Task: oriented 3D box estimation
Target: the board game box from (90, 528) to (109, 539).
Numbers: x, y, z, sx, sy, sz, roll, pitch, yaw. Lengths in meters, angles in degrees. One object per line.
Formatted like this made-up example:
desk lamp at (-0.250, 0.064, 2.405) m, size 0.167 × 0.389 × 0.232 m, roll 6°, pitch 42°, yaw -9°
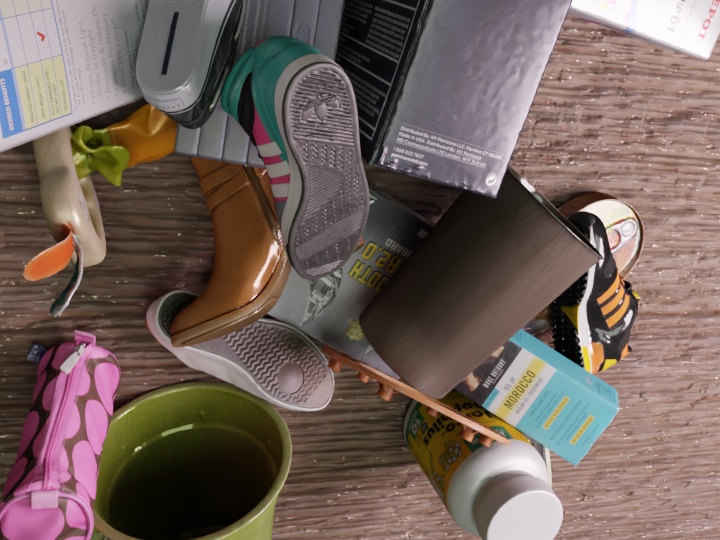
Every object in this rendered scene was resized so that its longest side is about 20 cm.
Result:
board game box at (-0.285, 0.296, 0.904) m, size 0.119 × 0.032 × 0.201 m, roll -16°, pitch 116°, yaw -17°

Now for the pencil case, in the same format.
pencil case at (-0.262, 0.148, 0.750) m, size 0.090 × 0.201 × 0.094 m, roll 17°, pitch 123°, yaw -21°

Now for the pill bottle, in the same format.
pill bottle at (0.128, 0.208, 0.910) m, size 0.112 × 0.200 × 0.114 m, roll -7°, pitch 115°, yaw -16°

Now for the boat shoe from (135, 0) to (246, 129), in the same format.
boat shoe at (-0.126, -0.206, 0.667) m, size 0.072 × 0.071 × 0.201 m, roll 12°, pitch 74°, yaw 10°

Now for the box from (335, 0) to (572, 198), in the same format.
box at (0.062, -0.192, 0.712) m, size 0.122 × 0.200 × 0.200 m, roll 11°, pitch 109°, yaw -22°

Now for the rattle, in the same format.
rattle at (-0.190, -0.055, 0.684) m, size 0.142 × 0.200 × 0.131 m, roll -1°, pitch 113°, yaw -19°

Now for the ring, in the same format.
ring at (0.050, 0.124, 0.821) m, size 0.200 × 0.200 × 0.019 m, roll 30°, pitch 84°, yaw -27°

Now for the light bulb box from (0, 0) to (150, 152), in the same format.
light bulb box at (-0.255, -0.199, 0.584) m, size 0.124 × 0.200 × 0.200 m, roll 8°, pitch 117°, yaw 26°

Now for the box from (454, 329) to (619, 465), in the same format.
box at (0.165, 0.112, 0.901) m, size 0.199 × 0.049 × 0.083 m, roll 32°, pitch 110°, yaw 3°

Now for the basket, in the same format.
basket at (0.105, 0.011, 0.798) m, size 0.136 × 0.180 × 0.200 m, roll 46°, pitch 104°, yaw 12°

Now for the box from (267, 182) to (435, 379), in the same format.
box at (0.000, 0.000, 0.862) m, size 0.199 × 0.048 × 0.159 m, roll 30°, pitch 100°, yaw -27°

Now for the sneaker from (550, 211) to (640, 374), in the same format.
sneaker at (0.255, 0.020, 0.911) m, size 0.089 × 0.070 × 0.201 m, roll -18°, pitch 122°, yaw -17°

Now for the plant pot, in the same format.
plant pot at (-0.161, 0.249, 0.851) m, size 0.199 × 0.200 × 0.191 m, roll -12°, pitch 128°, yaw -14°

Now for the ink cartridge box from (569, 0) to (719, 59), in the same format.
ink cartridge box at (0.259, -0.299, 0.800) m, size 0.199 × 0.085 × 0.145 m, roll 11°, pitch 109°, yaw -24°

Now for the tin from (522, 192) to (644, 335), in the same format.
tin at (0.217, -0.008, 0.941) m, size 0.199 × 0.042 × 0.112 m, roll -31°, pitch 123°, yaw -3°

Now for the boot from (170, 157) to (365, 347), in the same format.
boot at (-0.113, -0.038, 0.760) m, size 0.199 × 0.077 × 0.156 m, roll -34°, pitch 84°, yaw 3°

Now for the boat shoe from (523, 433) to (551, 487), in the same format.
boat shoe at (0.192, 0.208, 1.009) m, size 0.063 × 0.074 × 0.203 m, roll -5°, pitch 113°, yaw -7°

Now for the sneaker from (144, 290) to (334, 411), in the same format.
sneaker at (-0.118, 0.076, 0.838) m, size 0.199 × 0.085 × 0.073 m, roll 32°, pitch 70°, yaw -22°

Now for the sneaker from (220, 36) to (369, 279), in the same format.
sneaker at (-0.056, -0.097, 0.674) m, size 0.083 × 0.121 × 0.201 m, roll -19°, pitch 136°, yaw -20°

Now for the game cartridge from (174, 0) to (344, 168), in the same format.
game cartridge at (-0.083, -0.188, 0.719) m, size 0.129 × 0.038 × 0.201 m, roll 9°, pitch 95°, yaw 0°
